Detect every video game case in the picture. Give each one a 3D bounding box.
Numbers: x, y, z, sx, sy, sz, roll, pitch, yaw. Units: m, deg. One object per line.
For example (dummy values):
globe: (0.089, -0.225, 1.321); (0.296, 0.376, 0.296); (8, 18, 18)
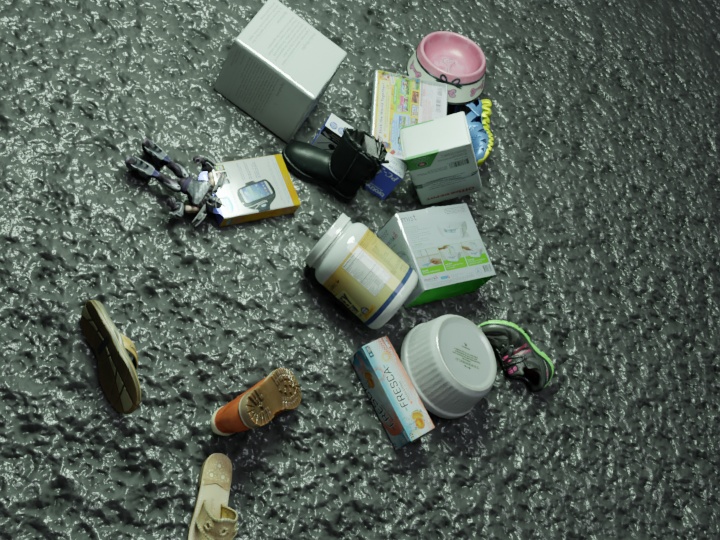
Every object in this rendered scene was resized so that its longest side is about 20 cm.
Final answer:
video game case: (0.110, -0.343, 1.926); (0.178, 0.023, 0.205); (7, 78, -16)

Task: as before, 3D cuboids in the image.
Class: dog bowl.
dog bowl: (0.214, -0.495, 2.041); (0.196, 0.074, 0.203); (8, 51, -9)

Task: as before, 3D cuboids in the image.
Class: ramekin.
ramekin: (0.182, 0.181, 1.677); (0.200, 0.094, 0.206); (23, 49, -28)

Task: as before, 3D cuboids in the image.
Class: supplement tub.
supplement tub: (0.000, 0.000, 1.658); (0.199, 0.144, 0.145); (41, 53, -3)

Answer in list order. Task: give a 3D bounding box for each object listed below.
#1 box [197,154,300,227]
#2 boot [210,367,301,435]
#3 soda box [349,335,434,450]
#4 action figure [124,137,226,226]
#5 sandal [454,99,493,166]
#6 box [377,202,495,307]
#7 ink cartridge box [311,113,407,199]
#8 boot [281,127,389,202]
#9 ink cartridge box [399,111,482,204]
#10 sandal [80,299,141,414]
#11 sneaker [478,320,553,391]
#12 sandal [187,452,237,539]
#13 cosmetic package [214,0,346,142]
box: (-0.227, -0.159, 1.681); (0.197, 0.041, 0.121); (-14, 73, -31)
boot: (-0.181, 0.232, 1.484); (0.199, 0.106, 0.076); (-19, 83, -63)
soda box: (0.059, 0.234, 1.621); (0.068, 0.064, 0.203); (-19, 75, -35)
action figure: (-0.338, -0.167, 1.589); (0.198, 0.070, 0.131); (30, 71, 4)
sandal: (0.267, -0.334, 2.027); (0.085, 0.080, 0.203); (14, 51, -18)
box: (0.161, -0.037, 1.796); (0.197, 0.097, 0.179); (-11, 71, -32)
ink cartridge box: (-0.005, -0.241, 1.811); (0.198, 0.094, 0.045); (32, 54, -10)
boot: (-0.050, -0.236, 1.740); (0.196, 0.162, 0.074); (33, 52, -10)
ink cartridge box: (0.175, -0.236, 1.819); (0.143, 0.201, 0.085); (-13, 63, 9)
sandal: (-0.406, 0.139, 1.415); (0.054, 0.080, 0.203); (-5, 62, -53)
sneaker: (0.327, 0.179, 1.791); (0.199, 0.077, 0.084); (38, 49, -5)
sandal: (-0.232, 0.398, 1.371); (0.076, 0.070, 0.216); (11, 61, -23)
cosmetic package: (-0.167, -0.416, 1.766); (0.198, 0.165, 0.166); (36, 54, -7)
